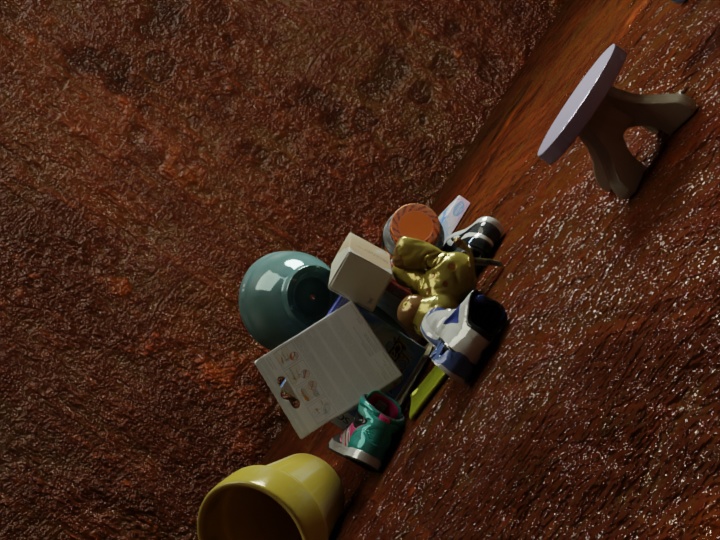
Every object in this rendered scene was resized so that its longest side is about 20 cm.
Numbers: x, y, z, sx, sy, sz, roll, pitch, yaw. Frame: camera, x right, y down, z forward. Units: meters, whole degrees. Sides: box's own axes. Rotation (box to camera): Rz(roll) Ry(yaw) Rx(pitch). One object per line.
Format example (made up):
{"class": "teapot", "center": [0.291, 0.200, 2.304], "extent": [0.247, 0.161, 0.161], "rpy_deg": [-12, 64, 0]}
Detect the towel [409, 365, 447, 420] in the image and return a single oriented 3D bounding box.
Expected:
{"class": "towel", "center": [0.135, 0.141, 1.523], "extent": [0.200, 0.018, 0.086], "rpy_deg": [-55, 2, 17]}

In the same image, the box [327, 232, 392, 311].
{"class": "box", "center": [0.000, 0.000, 1.765], "extent": [0.078, 0.095, 0.200], "rpy_deg": [-60, 7, 10]}

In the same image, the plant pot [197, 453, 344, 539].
{"class": "plant pot", "center": [-0.120, 0.382, 1.516], "extent": [0.201, 0.201, 0.189], "rpy_deg": [-54, -13, 27]}

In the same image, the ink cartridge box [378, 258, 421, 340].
{"class": "ink cartridge box", "center": [0.097, 0.050, 1.881], "extent": [0.085, 0.146, 0.200], "rpy_deg": [-60, 5, -23]}

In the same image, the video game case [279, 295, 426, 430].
{"class": "video game case", "center": [-0.012, 0.172, 1.710], "extent": [0.200, 0.181, 0.045], "rpy_deg": [-57, 4, -10]}

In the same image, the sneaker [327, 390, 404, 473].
{"class": "sneaker", "center": [0.010, 0.257, 1.593], "extent": [0.121, 0.084, 0.200], "rpy_deg": [-61, 12, -12]}

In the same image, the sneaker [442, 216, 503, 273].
{"class": "sneaker", "center": [0.191, -0.022, 1.873], "extent": [0.112, 0.073, 0.200], "rpy_deg": [-56, 4, -32]}

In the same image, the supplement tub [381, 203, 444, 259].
{"class": "supplement tub", "center": [0.103, -0.046, 1.943], "extent": [0.123, 0.122, 0.200], "rpy_deg": [-57, -12, -22]}

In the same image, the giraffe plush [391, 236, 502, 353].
{"class": "giraffe plush", "center": [0.129, 0.052, 1.648], "extent": [0.200, 0.173, 0.162], "rpy_deg": [-4, 54, 41]}

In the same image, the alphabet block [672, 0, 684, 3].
{"class": "alphabet block", "center": [0.527, -0.589, 1.563], "extent": [0.200, 0.195, 0.196], "rpy_deg": [-57, 5, -11]}

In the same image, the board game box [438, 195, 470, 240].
{"class": "board game box", "center": [0.205, -0.087, 2.670], "extent": [0.200, 0.043, 0.199], "rpy_deg": [-57, 4, -24]}

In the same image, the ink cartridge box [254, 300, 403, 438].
{"class": "ink cartridge box", "center": [-0.052, 0.171, 1.642], "extent": [0.200, 0.162, 0.050], "rpy_deg": [-32, -19, -6]}

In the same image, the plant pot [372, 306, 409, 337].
{"class": "plant pot", "center": [0.006, 0.163, 1.831], "extent": [0.201, 0.161, 0.201], "rpy_deg": [-57, -6, -9]}

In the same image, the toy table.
{"class": "toy table", "center": [0.313, -0.180, 1.210], "extent": [0.200, 0.117, 0.184], "rpy_deg": [-56, 2, -23]}

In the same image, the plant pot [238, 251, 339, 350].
{"class": "plant pot", "center": [-0.114, 0.054, 1.856], "extent": [0.200, 0.200, 0.134], "rpy_deg": [-57, 20, -23]}

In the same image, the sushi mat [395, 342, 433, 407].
{"class": "sushi mat", "center": [0.082, 0.205, 1.732], "extent": [0.200, 0.012, 0.096], "rpy_deg": [-57, 4, -32]}

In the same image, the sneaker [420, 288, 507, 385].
{"class": "sneaker", "center": [0.155, 0.081, 1.389], "extent": [0.115, 0.081, 0.199], "rpy_deg": [-51, 10, 9]}
